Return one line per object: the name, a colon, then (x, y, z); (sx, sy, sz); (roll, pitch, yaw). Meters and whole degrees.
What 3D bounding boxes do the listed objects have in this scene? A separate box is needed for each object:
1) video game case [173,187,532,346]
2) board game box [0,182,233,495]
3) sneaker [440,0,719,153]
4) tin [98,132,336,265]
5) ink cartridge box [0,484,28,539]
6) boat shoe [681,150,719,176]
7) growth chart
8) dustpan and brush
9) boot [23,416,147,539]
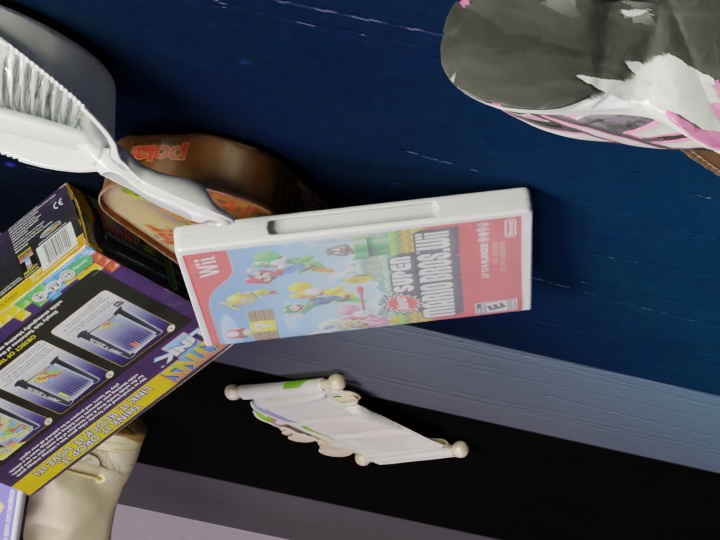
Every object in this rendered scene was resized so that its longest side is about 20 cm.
video game case: (0.000, 0.000, 1.334); (0.199, 0.018, 0.143); (-6, 156, 1)
board game box: (-0.199, 0.048, 1.469); (0.200, 0.057, 0.165); (-36, 144, 17)
sneaker: (0.140, -0.089, 1.028); (0.199, 0.081, 0.086); (14, 175, 12)
tin: (-0.074, -0.030, 1.351); (0.112, 0.042, 0.200); (-3, 159, 25)
ink cartridge box: (-0.353, 0.129, 1.802); (0.199, 0.047, 0.198); (13, 124, -2)
boat shoe: (0.233, -0.035, 1.108); (0.202, 0.075, 0.075); (17, 161, -20)
growth chart: (-0.013, 0.121, 1.806); (0.144, 0.018, 0.200); (-4, 157, 38)
dustpan and brush: (-0.153, -0.075, 1.215); (0.199, 0.057, 0.140); (17, 160, -22)
boot: (-0.288, 0.172, 1.889); (0.199, 0.156, 0.073); (11, -157, -14)
